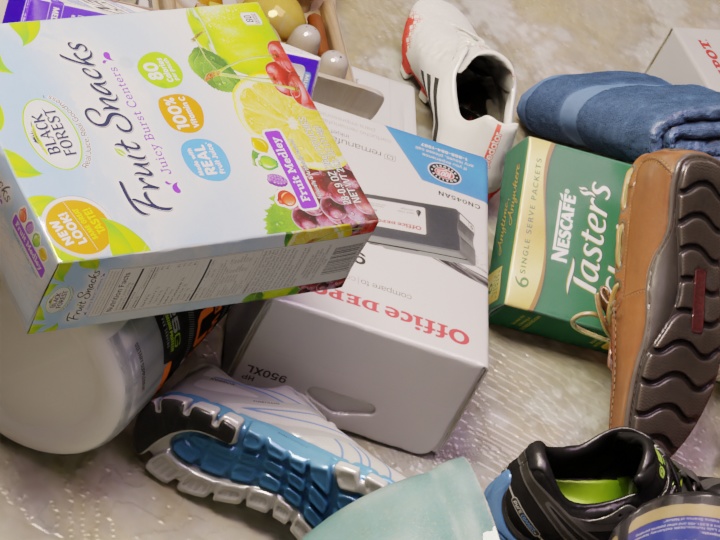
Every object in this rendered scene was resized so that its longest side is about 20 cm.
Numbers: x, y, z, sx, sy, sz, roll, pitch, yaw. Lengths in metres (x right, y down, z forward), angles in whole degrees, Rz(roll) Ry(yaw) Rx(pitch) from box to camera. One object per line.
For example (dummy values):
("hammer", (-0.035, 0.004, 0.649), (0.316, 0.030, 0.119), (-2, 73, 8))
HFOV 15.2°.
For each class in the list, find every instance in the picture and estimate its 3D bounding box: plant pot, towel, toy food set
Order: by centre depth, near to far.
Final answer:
("plant pot", (0.011, 0.207, 1.373), (0.134, 0.200, 0.200), (-13, 48, -4))
("toy food set", (-0.064, -0.181, 1.798), (0.143, 0.060, 0.200), (14, 31, -18))
("towel", (0.194, -0.105, 1.835), (0.112, 0.049, 0.200), (-4, 13, -24))

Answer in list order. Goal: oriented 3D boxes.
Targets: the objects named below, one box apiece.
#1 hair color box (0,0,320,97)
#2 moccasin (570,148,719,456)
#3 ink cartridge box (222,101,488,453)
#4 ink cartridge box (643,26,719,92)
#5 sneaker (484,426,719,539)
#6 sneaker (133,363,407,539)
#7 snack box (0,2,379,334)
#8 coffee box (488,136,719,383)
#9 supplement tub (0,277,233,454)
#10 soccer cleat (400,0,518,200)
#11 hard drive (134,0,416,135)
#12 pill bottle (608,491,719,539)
("hair color box", (-0.138, -0.126, 1.607), (0.200, 0.065, 0.109), (11, 9, -34))
("moccasin", (0.181, 0.023, 1.693), (0.074, 0.078, 0.201), (4, 87, -34))
("ink cartridge box", (0.000, 0.000, 1.658), (0.145, 0.084, 0.200), (17, 40, -13))
("ink cartridge box", (0.314, -0.097, 1.949), (0.200, 0.084, 0.144), (0, 46, -29))
("sneaker", (0.173, 0.139, 1.605), (0.200, 0.083, 0.071), (9, 43, -23))
("sneaker", (-0.024, 0.109, 1.537), (0.200, 0.075, 0.087), (30, 33, 2))
("snack box", (-0.116, -0.060, 1.468), (0.200, 0.068, 0.169), (-10, 56, -32))
("coffee box", (0.184, -0.003, 1.762), (0.200, 0.044, 0.123), (16, 71, -14))
("supplement tub", (-0.141, 0.006, 1.540), (0.123, 0.123, 0.200), (32, 40, 6))
("soccer cleat", (0.073, -0.132, 1.847), (0.069, 0.085, 0.200), (13, 41, -18))
("hard drive", (-0.059, -0.111, 1.784), (0.200, 0.027, 0.132), (18, 33, -13))
("pill bottle", (0.183, 0.227, 1.491), (0.112, 0.112, 0.200), (22, 40, -7))
